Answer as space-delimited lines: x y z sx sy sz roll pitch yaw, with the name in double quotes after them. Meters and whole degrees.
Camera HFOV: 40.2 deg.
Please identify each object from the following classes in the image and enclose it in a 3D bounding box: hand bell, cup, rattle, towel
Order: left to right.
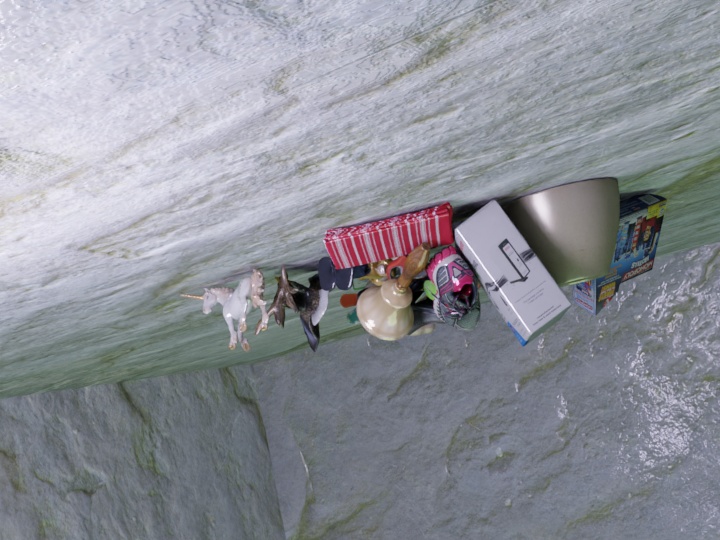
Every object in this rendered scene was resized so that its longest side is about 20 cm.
0.047 -0.050 1.505 0.196 0.023 0.145 -13 161 3 "towel"
0.072 0.050 1.976 0.197 0.132 0.143 16 155 -11 "rattle"
0.070 0.019 1.585 0.102 0.105 0.201 -9 151 -25 "hand bell"
0.338 -0.052 1.606 0.197 0.146 0.200 -13 173 -2 "cup"

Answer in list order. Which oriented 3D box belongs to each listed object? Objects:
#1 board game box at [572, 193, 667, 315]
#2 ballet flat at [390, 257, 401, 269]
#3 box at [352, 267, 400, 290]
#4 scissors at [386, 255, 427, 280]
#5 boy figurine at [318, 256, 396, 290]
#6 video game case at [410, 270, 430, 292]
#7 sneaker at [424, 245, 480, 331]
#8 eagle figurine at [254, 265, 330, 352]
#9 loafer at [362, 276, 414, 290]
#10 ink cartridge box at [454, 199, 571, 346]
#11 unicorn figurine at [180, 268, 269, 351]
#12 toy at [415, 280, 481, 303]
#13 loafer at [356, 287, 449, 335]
0.463 -0.029 1.817 0.198 0.203 0.062 -19 -142 -32 "board game box"
0.088 -0.026 1.693 0.067 0.064 0.200 -12 173 15 "ballet flat"
0.050 -0.001 1.947 0.142 0.037 0.200 -13 172 -1 "box"
0.073 -0.029 1.598 0.072 0.014 0.201 -5 152 4 "scissors"
0.000 0.000 1.711 0.122 0.066 0.199 -2 179 27 "boy figurine"
0.180 -0.019 1.790 0.198 0.026 0.181 -29 174 -17 "video game case"
0.160 0.047 1.605 0.080 0.075 0.201 -34 144 -3 "sneaker"
-0.095 0.054 1.777 0.150 0.153 0.199 -29 156 21 "eagle figurine"
0.095 0.037 1.904 0.196 0.069 0.076 6 142 -19 "loafer"
0.234 0.006 1.548 0.084 0.201 0.146 -35 167 -2 "ink cartridge box"
-0.216 0.065 1.707 0.199 0.139 0.073 -33 146 32 "unicorn figurine"
0.195 0.005 1.697 0.198 0.048 0.116 -22 159 -30 "toy"
0.089 0.078 1.743 0.197 0.074 0.073 7 -159 22 "loafer"
